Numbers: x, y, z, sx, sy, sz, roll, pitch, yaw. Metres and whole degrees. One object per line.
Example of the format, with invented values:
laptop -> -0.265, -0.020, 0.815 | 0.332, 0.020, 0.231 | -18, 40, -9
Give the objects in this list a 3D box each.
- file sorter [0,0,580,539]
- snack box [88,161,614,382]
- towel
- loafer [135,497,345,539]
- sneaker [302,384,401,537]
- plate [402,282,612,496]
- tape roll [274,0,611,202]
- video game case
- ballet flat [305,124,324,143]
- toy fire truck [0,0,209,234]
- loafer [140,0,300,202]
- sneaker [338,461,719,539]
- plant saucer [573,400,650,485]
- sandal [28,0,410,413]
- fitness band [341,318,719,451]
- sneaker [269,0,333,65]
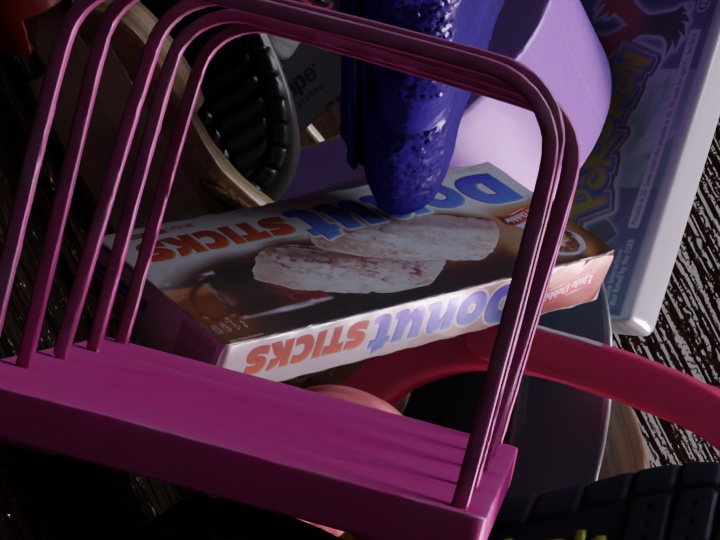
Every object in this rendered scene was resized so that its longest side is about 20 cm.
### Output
file sorter -> -0.014, -0.007, 0.728 | 0.200, 0.138, 0.126 | -10, 115, -84
snack box -> 0.000, 0.000, 0.925 | 0.199, 0.024, 0.072 | -13, 39, -44
towel -> 0.027, -0.122, 0.878 | 0.200, 0.049, 0.148 | 93, 16, -68
loafer -> 0.015, 0.137, 0.740 | 0.200, 0.068, 0.070 | 42, 3, -19
sneaker -> 0.003, 0.144, 0.899 | 0.201, 0.073, 0.087 | 66, 29, -14
plate -> 0.037, 0.067, 1.059 | 0.025, 0.201, 0.201 | 15, 32, -27
tape roll -> 0.003, -0.071, 1.109 | 0.066, 0.199, 0.200 | 60, 6, -33
video game case -> 0.081, -0.072, 1.153 | 0.023, 0.182, 0.201 | 32, 70, -43
ballet flat -> -0.034, -0.024, 1.244 | 0.201, 0.070, 0.071 | 65, 6, 14
toy fire truck -> -0.066, -0.115, 0.899 | 0.129, 0.175, 0.201 | -113, -172, -45
loafer -> -0.088, -0.108, 1.032 | 0.201, 0.073, 0.071 | 58, 2, 4
sneaker -> 0.078, 0.113, 0.800 | 0.082, 0.199, 0.074 | 63, 36, -30
plant saucer -> 0.064, 0.135, 1.057 | 0.200, 0.029, 0.201 | -170, -90, -73
sandal -> -0.061, -0.002, 0.970 | 0.212, 0.077, 0.070 | 55, 28, -20
fitness band -> 0.071, 0.097, 0.958 | 0.199, 0.144, 0.037 | 18, -1, 15
sneaker -> -0.102, -0.146, 1.106 | 0.200, 0.075, 0.081 | 44, 12, 32
